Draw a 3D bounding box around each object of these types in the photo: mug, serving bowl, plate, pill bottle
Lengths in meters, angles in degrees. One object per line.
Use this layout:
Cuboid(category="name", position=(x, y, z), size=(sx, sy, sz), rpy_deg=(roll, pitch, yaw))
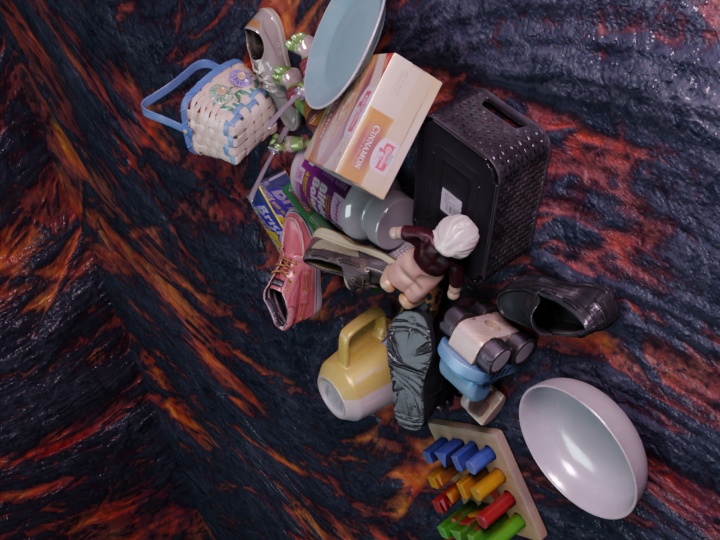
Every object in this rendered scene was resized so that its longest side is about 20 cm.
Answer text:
Cuboid(category="mug", position=(0.001, 0.164, 1.573), size=(0.149, 0.152, 0.189), rpy_deg=(-2, 115, 61))
Cuboid(category="serving bowl", position=(0.302, 0.224, 1.200), size=(0.200, 0.065, 0.202), rpy_deg=(42, 148, 34))
Cuboid(category="plate", position=(-0.014, -0.297, 1.163), size=(0.025, 0.204, 0.199), rpy_deg=(20, 169, -27))
Cuboid(category="pill bottle", position=(-0.009, -0.114, 1.357), size=(0.199, 0.111, 0.114), rpy_deg=(38, 146, 38))

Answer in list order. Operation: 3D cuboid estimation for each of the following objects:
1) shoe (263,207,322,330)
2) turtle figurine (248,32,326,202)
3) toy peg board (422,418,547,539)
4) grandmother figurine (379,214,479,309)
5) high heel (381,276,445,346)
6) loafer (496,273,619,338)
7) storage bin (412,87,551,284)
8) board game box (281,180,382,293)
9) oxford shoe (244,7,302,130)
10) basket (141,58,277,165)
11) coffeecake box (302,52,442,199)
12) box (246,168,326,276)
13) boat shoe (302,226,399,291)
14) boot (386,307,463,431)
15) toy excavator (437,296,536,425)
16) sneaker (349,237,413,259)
Cuboid(category="shoe", position=(-0.117, 0.000, 1.552), size=(0.071, 0.091, 0.204), rpy_deg=(14, 119, 35))
Cuboid(category="turtle figurine", position=(-0.098, -0.237, 1.306), size=(0.145, 0.197, 0.196), rpy_deg=(76, 176, -59))
Cuboid(category="toy peg board", position=(0.182, 0.368, 1.520), size=(0.199, 0.097, 0.202), rpy_deg=(-6, 111, 61))
Cuboid(category="grandmother figurine", position=(0.087, -0.016, 1.150), size=(0.120, 0.061, 0.200), rpy_deg=(33, 151, -8))
Cuboid(category="high heel", position=(0.098, 0.065, 1.434), size=(0.071, 0.144, 0.200), rpy_deg=(36, -177, 10))
Cuboid(category="loafer", position=(0.233, 0.047, 1.140), size=(0.199, 0.070, 0.069), rpy_deg=(3, 119, 59))
Cuboid(category="storage bin", position=(0.144, -0.102, 1.124), size=(0.135, 0.093, 0.202), rpy_deg=(42, 147, 31))
Cuboid(category="board game box", position=(-0.040, -0.054, 1.487), size=(0.201, 0.029, 0.134), rpy_deg=(52, -172, 16))
Cuboid(category="oxford shoe", position=(-0.141, -0.314, 1.452), size=(0.075, 0.057, 0.203), rpy_deg=(25, 139, 45))
Cuboid(category="basket", position=(-0.248, -0.283, 1.548), size=(0.197, 0.177, 0.141), rpy_deg=(23, 141, 22))
Cuboid(category="coffeecake box", position=(0.009, -0.185, 1.142), size=(0.072, 0.155, 0.200), rpy_deg=(26, -176, -19))
Cuboid(category="box", position=(-0.122, -0.074, 1.641), size=(0.202, 0.070, 0.064), rpy_deg=(59, 149, 1))
Cuboid(category="boat shoe", position=(-0.001, -0.001, 1.330), size=(0.199, 0.067, 0.072), rpy_deg=(25, 167, 32))
Cuboid(category="boot", position=(0.107, 0.125, 1.345), size=(0.072, 0.162, 0.202), rpy_deg=(10, 114, 29))
Cuboid(category="toy excavator", position=(0.168, 0.147, 1.304), size=(0.100, 0.193, 0.202), rpy_deg=(42, 120, 30))
Cuboid(category="sneaker", position=(0.073, -0.025, 1.373), size=(0.198, 0.075, 0.082), rpy_deg=(17, 161, 48))
